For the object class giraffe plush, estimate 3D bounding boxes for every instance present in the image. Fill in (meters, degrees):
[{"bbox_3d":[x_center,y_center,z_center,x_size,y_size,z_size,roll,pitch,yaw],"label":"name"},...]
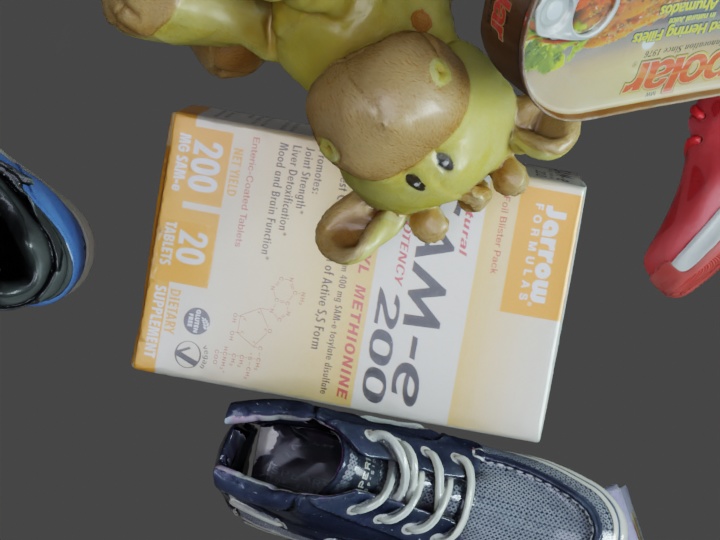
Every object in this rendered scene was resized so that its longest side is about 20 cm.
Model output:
[{"bbox_3d":[0.003,-0.095,1.221,0.172,0.199,0.163,-37,66,39],"label":"giraffe plush"}]

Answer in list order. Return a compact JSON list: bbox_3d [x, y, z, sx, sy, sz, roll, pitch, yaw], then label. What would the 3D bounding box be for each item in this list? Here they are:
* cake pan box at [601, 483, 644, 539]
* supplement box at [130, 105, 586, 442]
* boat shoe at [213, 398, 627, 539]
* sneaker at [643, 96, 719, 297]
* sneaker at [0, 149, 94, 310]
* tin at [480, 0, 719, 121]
[{"bbox_3d":[0.072,0.225,1.322,0.183,0.052,0.201,-18,84,6],"label":"cake pan box"},{"bbox_3d":[0.000,0.000,1.307,0.199,0.074,0.127,10,96,2],"label":"supplement box"},{"bbox_3d":[0.023,0.107,1.268,0.199,0.093,0.075,8,78,11],"label":"boat shoe"},{"bbox_3d":[0.170,-0.093,1.300,0.115,0.078,0.200,36,84,8],"label":"sneaker"},{"bbox_3d":[-0.220,-0.049,1.296,0.200,0.111,0.077,37,96,0],"label":"sneaker"},{"bbox_3d":[0.135,-0.126,1.186,0.042,0.199,0.113,38,126,39],"label":"tin"}]
